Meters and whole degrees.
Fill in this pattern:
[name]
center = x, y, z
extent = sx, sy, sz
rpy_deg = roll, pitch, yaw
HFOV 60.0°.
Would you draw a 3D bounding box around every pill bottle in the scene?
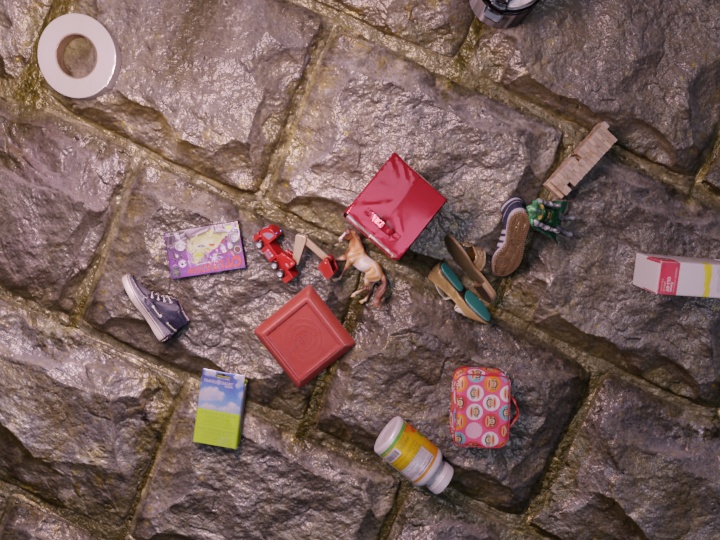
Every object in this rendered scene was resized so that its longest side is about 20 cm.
[pill bottle]
center = 0.142, 0.483, 1.618
extent = 0.199, 0.111, 0.112
rpy_deg = 40, 97, -4

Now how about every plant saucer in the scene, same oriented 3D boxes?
[plant saucer]
center = -0.148, 0.178, 1.625
extent = 0.199, 0.037, 0.201
rpy_deg = -38, 96, 6

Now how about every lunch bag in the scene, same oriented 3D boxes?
[lunch bag]
center = 0.321, 0.354, 1.612
extent = 0.173, 0.082, 0.204
rpy_deg = 3, 97, 1

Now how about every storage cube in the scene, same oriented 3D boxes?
[storage cube]
center = 0.078, -0.150, 1.501
extent = 0.170, 0.200, 0.180
rpy_deg = 40, 90, -3

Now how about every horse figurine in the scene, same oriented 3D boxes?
[horse figurine]
center = 0.000, 0.000, 1.592
extent = 0.200, 0.050, 0.133
rpy_deg = 43, 102, -1

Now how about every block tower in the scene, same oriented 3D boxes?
[block tower]
center = 0.544, -0.270, 1.541
extent = 0.058, 0.054, 0.201
rpy_deg = 39, 97, -4

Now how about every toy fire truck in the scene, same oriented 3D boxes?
[toy fire truck]
center = -0.163, -0.044, 1.572
extent = 0.140, 0.049, 0.201
rpy_deg = -34, 95, 21

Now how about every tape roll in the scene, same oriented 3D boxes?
[tape roll]
center = -0.697, -0.528, 1.549
extent = 0.199, 0.037, 0.207
rpy_deg = 0, 97, 2

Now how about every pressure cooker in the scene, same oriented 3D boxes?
[pressure cooker]
center = 0.340, -0.664, 1.422
extent = 0.176, 0.200, 0.179
rpy_deg = -16, 97, 4

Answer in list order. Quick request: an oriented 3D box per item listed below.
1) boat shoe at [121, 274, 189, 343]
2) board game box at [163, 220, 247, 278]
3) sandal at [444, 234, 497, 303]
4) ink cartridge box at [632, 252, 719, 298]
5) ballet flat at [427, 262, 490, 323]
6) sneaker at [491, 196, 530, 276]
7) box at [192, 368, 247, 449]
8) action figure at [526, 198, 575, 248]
[boat shoe]
center = -0.523, 0.080, 1.610
extent = 0.092, 0.075, 0.202
rpy_deg = -31, 103, -2
[board game box]
center = -0.399, -0.054, 1.607
extent = 0.196, 0.032, 0.122
rpy_deg = -9, 101, 2
[sandal]
center = 0.294, -0.023, 1.580
extent = 0.069, 0.077, 0.213
rpy_deg = -38, 101, -14
[ink cartridge box]
center = 0.794, 0.013, 1.523
extent = 0.196, 0.145, 0.085
rpy_deg = 4, 98, 1
[ballet flat]
center = 0.250, 0.066, 1.596
extent = 0.201, 0.069, 0.063
rpy_deg = 49, 124, -2
[sneaker]
center = 0.374, -0.089, 1.568
extent = 0.069, 0.109, 0.202
rpy_deg = 9, 127, -2
[box]
center = -0.368, 0.359, 1.647
extent = 0.120, 0.048, 0.204
rpy_deg = 9, 97, 0
[action figure]
center = 0.454, -0.127, 1.501
extent = 0.054, 0.198, 0.121
rpy_deg = 5, 86, 44
